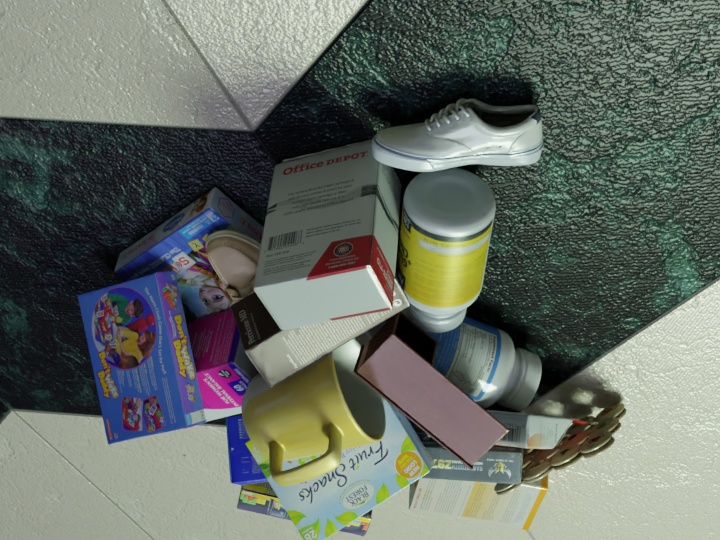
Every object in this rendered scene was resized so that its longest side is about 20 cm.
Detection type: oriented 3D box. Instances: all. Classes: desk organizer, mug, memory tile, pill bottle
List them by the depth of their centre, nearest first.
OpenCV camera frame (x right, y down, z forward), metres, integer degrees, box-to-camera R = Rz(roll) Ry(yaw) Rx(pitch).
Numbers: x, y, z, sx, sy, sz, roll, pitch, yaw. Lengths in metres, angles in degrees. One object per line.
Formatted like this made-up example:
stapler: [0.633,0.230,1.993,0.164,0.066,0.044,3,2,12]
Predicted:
pill bottle: [0.101,-0.019,1.400,0.110,0.113,0.202,6,136,2]
mug: [-0.072,0.171,1.426,0.151,0.186,0.151,-22,90,17]
desk organizer: [0.093,0.149,1.439,0.199,0.072,0.077,40,115,-9]
pill bottle: [0.139,0.120,1.540,0.198,0.113,0.113,21,135,-15]
memory tile: [0.287,0.255,1.640,0.199,0.153,0.017,-31,93,29]

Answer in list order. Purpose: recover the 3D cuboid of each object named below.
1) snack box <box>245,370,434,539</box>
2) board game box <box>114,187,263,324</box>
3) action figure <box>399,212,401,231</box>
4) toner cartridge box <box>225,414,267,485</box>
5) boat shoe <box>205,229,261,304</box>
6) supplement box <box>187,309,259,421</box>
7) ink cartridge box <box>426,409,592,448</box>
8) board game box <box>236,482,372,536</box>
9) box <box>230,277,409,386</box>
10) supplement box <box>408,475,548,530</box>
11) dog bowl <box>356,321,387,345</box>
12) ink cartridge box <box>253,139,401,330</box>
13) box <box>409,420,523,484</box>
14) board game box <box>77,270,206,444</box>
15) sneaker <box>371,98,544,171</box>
snack box: [-0.027,0.247,1.535,0.199,0.068,0.170,-33,85,10]
board game box: [-0.190,0.005,1.517,0.199,0.042,0.199,-30,125,33]
action figure: [0.000,0.000,1.485,0.064,0.052,0.201,11,138,-11]
toner cartridge box: [-0.088,0.243,1.611,0.197,0.096,0.043,-9,164,10]
boat shoe: [-0.128,0.030,1.454,0.073,0.070,0.200,-23,129,27]
supplement box: [-0.217,0.137,1.559,0.198,0.104,0.101,-16,133,27]
ink cartridge box: [0.208,0.221,1.584,0.160,0.051,0.199,1,169,37]
board game box: [-0.074,0.295,1.712,0.197,0.167,0.057,14,138,-5]
box: [-0.051,0.043,1.386,0.199,0.100,0.075,-32,126,2]
supplement box: [0.182,0.327,1.775,0.197,0.074,0.127,10,137,-3]
dog bowl: [-0.017,0.146,1.629,0.197,0.059,0.202,5,137,4]
ink cartridge box: [-0.034,-0.044,1.333,0.142,0.202,0.084,-11,138,19]
box: [0.136,0.255,1.647,0.197,0.158,0.052,3,101,8]
board game box: [-0.286,0.114,1.490,0.133,0.203,0.045,-13,177,26]
sneaker: [0.110,-0.161,1.293,0.197,0.073,0.072,-4,127,-1]
